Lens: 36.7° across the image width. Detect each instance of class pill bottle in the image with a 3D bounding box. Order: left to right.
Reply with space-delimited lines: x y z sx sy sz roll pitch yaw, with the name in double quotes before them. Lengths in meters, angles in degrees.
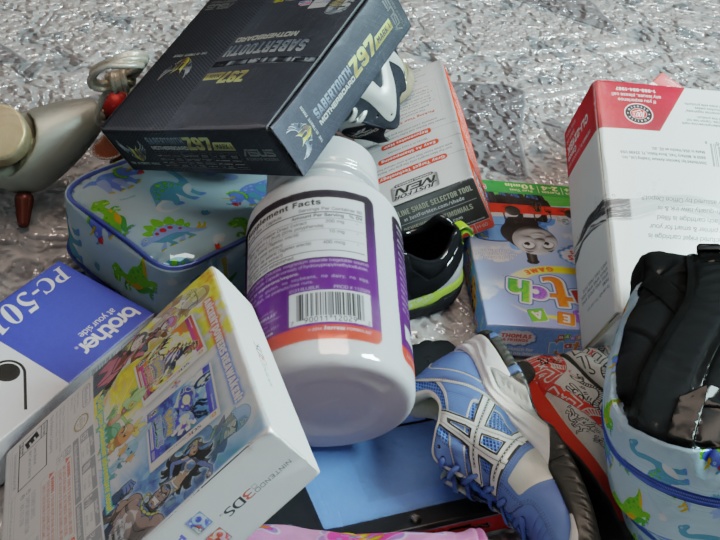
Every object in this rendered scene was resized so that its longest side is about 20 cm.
"pill bottle" -0.024 0.007 0.739 0.111 0.112 0.201 3 52 -7

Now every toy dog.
"toy dog" -0.233 -0.099 0.913 0.199 0.097 0.132 -18 -5 12

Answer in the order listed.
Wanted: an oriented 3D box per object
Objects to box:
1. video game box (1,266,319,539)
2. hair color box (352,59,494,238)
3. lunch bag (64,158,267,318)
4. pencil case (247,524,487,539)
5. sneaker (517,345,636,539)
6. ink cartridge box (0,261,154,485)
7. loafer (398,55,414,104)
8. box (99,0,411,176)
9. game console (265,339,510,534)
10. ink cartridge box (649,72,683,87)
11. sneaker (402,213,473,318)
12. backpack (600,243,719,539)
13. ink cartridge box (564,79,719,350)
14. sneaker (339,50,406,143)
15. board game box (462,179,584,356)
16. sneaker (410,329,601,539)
"video game box" -0.121 0.106 0.602 0.182 0.047 0.200 -44 27 6
"hair color box" 0.050 -0.102 0.973 0.101 0.061 0.200 -20 37 11
"lunch bag" -0.126 -0.042 0.873 0.160 0.083 0.200 34 43 29
"pencil case" -0.022 0.185 0.613 0.199 0.088 0.088 5 38 -6
"sneaker" 0.179 0.126 0.738 0.107 0.068 0.202 -11 40 -19
"ink cartridge box" -0.239 0.076 0.739 0.094 0.044 0.200 26 41 18
"loafer" -0.051 -0.162 1.002 0.199 0.068 0.076 -22 34 8
"box" -0.081 -0.143 0.808 0.199 0.051 0.158 7 55 44
"game console" 0.007 0.118 0.745 0.199 0.031 0.177 -7 41 -20
"ink cartridge box" 0.279 -0.100 1.001 0.116 0.068 0.200 39 37 11
"sneaker" 0.000 0.000 0.847 0.199 0.083 0.072 -19 45 -29
"backpack" 0.220 0.081 0.649 0.162 0.155 0.200 11 19 19
"ink cartridge box" 0.243 -0.036 0.839 0.143 0.084 0.201 4 64 -7
"sneaker" -0.023 -0.131 0.899 0.079 0.130 0.200 1 51 39
"board game box" 0.163 -0.004 0.922 0.150 0.037 0.201 4 40 -7
"sneaker" 0.091 0.127 0.683 0.077 0.076 0.200 -24 42 -4
